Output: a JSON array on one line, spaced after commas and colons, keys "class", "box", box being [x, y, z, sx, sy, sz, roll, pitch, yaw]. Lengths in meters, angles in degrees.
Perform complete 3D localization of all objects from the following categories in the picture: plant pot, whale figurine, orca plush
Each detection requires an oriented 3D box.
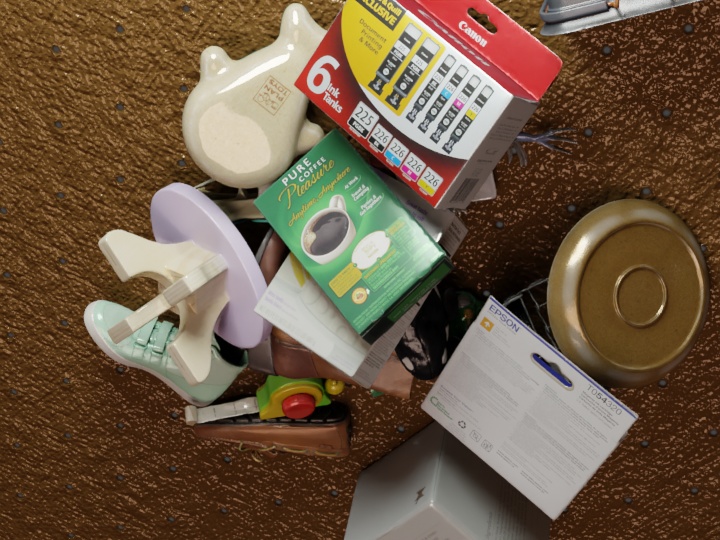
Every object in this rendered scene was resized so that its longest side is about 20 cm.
[{"class": "plant pot", "box": [0.291, 0.026, 1.382, 0.198, 0.027, 0.203, -1, 94, -20]}, {"class": "whale figurine", "box": [-0.102, -0.185, 1.385, 0.158, 0.104, 0.201, 35, 99, -14]}, {"class": "orca plush", "box": [0.066, 0.023, 1.419, 0.104, 0.071, 0.203, 3, 94, -13]}]

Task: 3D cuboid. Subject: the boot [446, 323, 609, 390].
[{"class": "boot", "box": [0.188, 0.107, 1.484, 0.198, 0.070, 0.132, -24, 120, 6]}]

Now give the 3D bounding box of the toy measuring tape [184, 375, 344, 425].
[{"class": "toy measuring tape", "box": [-0.116, 0.147, 1.582, 0.197, 0.074, 0.074, -8, 123, -7]}]

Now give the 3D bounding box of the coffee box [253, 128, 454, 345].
[{"class": "coffee box", "box": [-0.008, -0.038, 1.342, 0.123, 0.044, 0.200, -43, 63, 3]}]

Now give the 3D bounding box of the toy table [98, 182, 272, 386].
[{"class": "toy table", "box": [-0.195, 0.017, 1.426, 0.200, 0.117, 0.184, 49, 137, 5]}]

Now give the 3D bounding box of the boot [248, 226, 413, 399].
[{"class": "boot", "box": [-0.026, 0.050, 1.474, 0.197, 0.069, 0.191, 8, 111, 10]}]

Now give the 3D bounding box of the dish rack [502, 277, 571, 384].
[{"class": "dish rack", "box": [0.262, 0.057, 1.425, 0.198, 0.055, 0.155, -26, 104, 3]}]

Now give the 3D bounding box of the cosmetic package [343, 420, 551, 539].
[{"class": "cosmetic package", "box": [0.109, 0.325, 1.607, 0.200, 0.167, 0.167, 42, 121, -16]}]

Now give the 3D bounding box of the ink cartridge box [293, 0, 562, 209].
[{"class": "ink cartridge box", "box": [0.065, -0.190, 1.267, 0.200, 0.084, 0.176, 41, 109, 19]}]

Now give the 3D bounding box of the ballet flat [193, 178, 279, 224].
[{"class": "ballet flat", "box": [-0.123, -0.081, 1.466, 0.198, 0.070, 0.070, -5, 121, 17]}]

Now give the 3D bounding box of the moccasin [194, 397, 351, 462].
[{"class": "moccasin", "box": [-0.110, 0.205, 1.642, 0.199, 0.074, 0.079, 0, 114, 1]}]

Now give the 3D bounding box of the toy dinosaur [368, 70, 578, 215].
[{"class": "toy dinosaur", "box": [0.123, -0.149, 1.326, 0.198, 0.105, 0.183, 24, 104, 5]}]

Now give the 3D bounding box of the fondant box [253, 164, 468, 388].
[{"class": "fondant box", "box": [0.000, 0.000, 1.384, 0.144, 0.058, 0.201, 31, 84, 28]}]

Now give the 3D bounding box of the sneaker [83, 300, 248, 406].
[{"class": "sneaker", "box": [-0.227, 0.076, 1.578, 0.200, 0.074, 0.118, 34, 130, -21]}]

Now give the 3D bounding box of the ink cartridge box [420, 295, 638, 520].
[{"class": "ink cartridge box", "box": [0.181, 0.142, 1.395, 0.196, 0.043, 0.201, 40, 134, 12]}]

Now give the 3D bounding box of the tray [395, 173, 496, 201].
[{"class": "tray", "box": [0.078, -0.162, 1.388, 0.106, 0.022, 0.202, -5, 121, 17]}]

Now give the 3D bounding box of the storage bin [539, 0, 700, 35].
[{"class": "storage bin", "box": [0.247, -0.309, 1.194, 0.198, 0.146, 0.136, -11, 109, 19]}]

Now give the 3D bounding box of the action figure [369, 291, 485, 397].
[{"class": "action figure", "box": [0.076, 0.075, 1.525, 0.198, 0.055, 0.119, -21, 113, 19]}]
